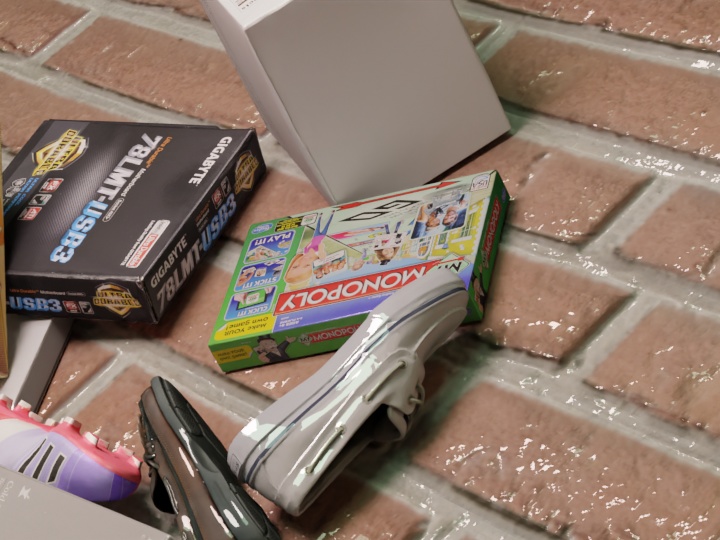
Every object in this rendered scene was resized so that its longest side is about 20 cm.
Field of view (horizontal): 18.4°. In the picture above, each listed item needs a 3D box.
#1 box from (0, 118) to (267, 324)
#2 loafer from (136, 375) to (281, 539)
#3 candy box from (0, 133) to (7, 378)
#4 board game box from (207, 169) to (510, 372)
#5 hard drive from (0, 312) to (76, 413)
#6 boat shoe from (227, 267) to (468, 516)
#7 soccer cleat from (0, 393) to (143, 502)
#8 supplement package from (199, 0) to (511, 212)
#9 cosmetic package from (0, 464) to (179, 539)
[{"bbox_3d":[-0.201,-0.041,1.706,0.198,0.050,0.200,3,40,28],"label":"box"},{"bbox_3d":[-0.112,0.138,1.411,0.063,0.072,0.200,-42,37,1],"label":"loafer"},{"bbox_3d":[-0.310,-0.025,1.601,0.055,0.115,0.201,-12,73,25],"label":"candy box"},{"bbox_3d":[0.000,0.000,1.554,0.199,0.029,0.135,-12,35,23],"label":"board game box"},{"bbox_3d":[-0.321,0.086,1.675,0.199,0.026,0.132,-12,36,23],"label":"hard drive"},{"bbox_3d":[0.007,0.082,1.410,0.200,0.074,0.067,-41,68,-19],"label":"boat shoe"},{"bbox_3d":[-0.210,0.136,1.485,0.200,0.067,0.077,13,74,55],"label":"soccer cleat"},{"bbox_3d":[-0.018,-0.177,1.660,0.147,0.192,0.200,-32,33,-5],"label":"supplement package"},{"bbox_3d":[-0.171,0.195,1.336,0.200,0.090,0.107,10,68,48],"label":"cosmetic package"}]
